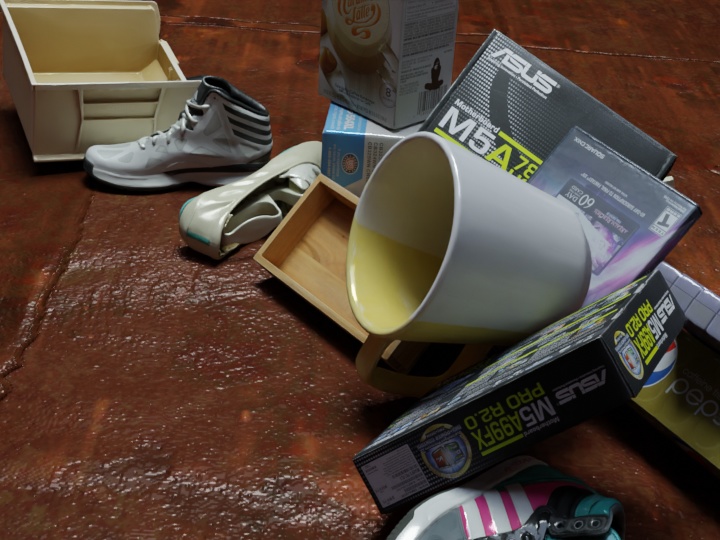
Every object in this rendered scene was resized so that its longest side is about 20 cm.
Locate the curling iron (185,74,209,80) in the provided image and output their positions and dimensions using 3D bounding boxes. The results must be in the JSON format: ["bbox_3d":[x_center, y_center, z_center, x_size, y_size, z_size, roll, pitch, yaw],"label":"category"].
[{"bbox_3d":[-0.254,-0.201,1.500,0.049,0.026,0.199,32,38,31],"label":"curling iron"}]

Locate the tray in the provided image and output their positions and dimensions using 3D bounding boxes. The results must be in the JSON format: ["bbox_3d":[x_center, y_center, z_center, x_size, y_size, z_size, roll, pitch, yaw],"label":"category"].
[{"bbox_3d":[0.000,0.000,1.089,0.099,0.037,0.199,-51,47,-4],"label":"tray"}]

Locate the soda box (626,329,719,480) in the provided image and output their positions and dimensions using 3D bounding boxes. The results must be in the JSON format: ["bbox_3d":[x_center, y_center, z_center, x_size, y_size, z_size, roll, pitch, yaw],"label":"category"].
[{"bbox_3d":[0.248,0.095,0.944,0.068,0.064,0.200,-48,41,-1],"label":"soda box"}]

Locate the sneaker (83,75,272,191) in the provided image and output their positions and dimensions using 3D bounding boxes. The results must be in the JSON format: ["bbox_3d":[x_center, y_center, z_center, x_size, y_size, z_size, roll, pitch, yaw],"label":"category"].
[{"bbox_3d":[-0.188,-0.148,1.311,0.197,0.117,0.076,-1,28,-8],"label":"sneaker"}]

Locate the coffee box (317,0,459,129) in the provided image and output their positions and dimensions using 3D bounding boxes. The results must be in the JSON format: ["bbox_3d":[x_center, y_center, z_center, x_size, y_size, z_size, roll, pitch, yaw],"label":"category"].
[{"bbox_3d":[0.027,-0.248,1.162,0.079,0.203,0.114,-20,35,-38],"label":"coffee box"}]

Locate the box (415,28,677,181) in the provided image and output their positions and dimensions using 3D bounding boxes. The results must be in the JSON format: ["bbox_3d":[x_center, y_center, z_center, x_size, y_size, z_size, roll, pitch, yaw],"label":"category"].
[{"bbox_3d":[0.139,-0.076,1.105,0.199,0.194,0.048,38,-3,13],"label":"box"}]

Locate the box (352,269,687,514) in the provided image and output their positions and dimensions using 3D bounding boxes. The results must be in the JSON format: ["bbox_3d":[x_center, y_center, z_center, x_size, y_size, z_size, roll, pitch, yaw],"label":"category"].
[{"bbox_3d":[0.109,0.080,0.849,0.199,0.045,0.160,-31,-1,29],"label":"box"}]

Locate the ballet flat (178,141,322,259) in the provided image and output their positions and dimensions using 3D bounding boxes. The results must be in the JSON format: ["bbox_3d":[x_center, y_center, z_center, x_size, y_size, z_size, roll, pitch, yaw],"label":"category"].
[{"bbox_3d":[-0.085,-0.066,1.229,0.069,0.070,0.199,27,44,37],"label":"ballet flat"}]

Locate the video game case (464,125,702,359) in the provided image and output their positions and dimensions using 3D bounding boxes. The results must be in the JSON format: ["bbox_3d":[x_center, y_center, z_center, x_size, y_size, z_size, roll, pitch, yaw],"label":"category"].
[{"bbox_3d":[0.158,-0.008,1.025,0.200,0.019,0.143,-48,50,-1],"label":"video game case"}]

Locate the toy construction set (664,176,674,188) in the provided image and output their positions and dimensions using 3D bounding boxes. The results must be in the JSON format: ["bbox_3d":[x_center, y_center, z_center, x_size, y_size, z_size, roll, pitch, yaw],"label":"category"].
[{"bbox_3d":[0.243,-0.087,1.296,0.129,0.094,0.200,1,17,-6],"label":"toy construction set"}]

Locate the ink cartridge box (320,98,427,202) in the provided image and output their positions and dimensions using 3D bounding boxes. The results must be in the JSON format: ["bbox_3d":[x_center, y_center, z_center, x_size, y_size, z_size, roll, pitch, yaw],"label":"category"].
[{"bbox_3d":[0.064,-0.091,1.225,0.197,0.130,0.126,5,27,3],"label":"ink cartridge box"}]

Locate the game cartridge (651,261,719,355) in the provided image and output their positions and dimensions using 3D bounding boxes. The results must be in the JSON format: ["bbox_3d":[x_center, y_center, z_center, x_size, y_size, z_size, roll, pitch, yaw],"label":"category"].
[{"bbox_3d":[0.297,0.069,0.929,0.129,0.039,0.199,35,0,42],"label":"game cartridge"}]

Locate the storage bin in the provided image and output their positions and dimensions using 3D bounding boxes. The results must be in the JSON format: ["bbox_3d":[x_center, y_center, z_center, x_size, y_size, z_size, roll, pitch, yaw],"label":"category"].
[{"bbox_3d":[-0.284,-0.213,1.398,0.196,0.095,0.201,-5,37,-25],"label":"storage bin"}]

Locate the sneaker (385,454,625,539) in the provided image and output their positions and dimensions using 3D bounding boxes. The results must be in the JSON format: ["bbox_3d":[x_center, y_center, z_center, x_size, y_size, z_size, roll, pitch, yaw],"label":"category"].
[{"bbox_3d":[0.099,0.185,0.771,0.120,0.085,0.199,15,27,39],"label":"sneaker"}]

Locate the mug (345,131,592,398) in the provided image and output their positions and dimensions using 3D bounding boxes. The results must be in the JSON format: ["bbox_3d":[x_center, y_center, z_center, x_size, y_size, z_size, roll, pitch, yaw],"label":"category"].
[{"bbox_3d":[0.080,-0.003,0.959,0.151,0.186,0.152,14,59,-29],"label":"mug"}]
